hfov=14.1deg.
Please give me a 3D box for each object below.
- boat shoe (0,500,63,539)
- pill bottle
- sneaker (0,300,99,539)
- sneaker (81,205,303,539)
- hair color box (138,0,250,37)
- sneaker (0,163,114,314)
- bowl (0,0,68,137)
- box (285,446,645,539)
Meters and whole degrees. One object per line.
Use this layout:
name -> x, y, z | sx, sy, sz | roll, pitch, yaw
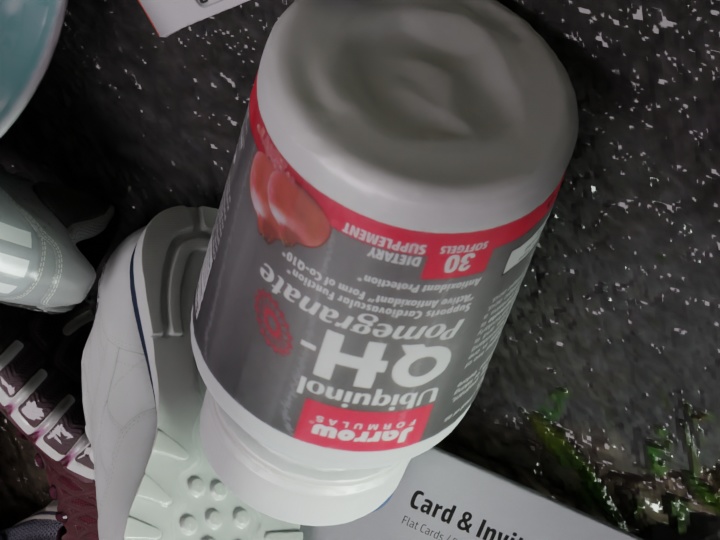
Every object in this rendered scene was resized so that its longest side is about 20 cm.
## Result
boat shoe -> -0.170, 0.163, 1.343 | 0.200, 0.093, 0.075 | -21, 106, 49
pill bottle -> 0.000, 0.000, 1.039 | 0.111, 0.111, 0.200 | 35, 139, 15
sneaker -> -0.126, 0.093, 1.240 | 0.200, 0.076, 0.116 | 44, 124, 6
sneaker -> -0.074, 0.078, 1.146 | 0.080, 0.076, 0.201 | -25, 58, 53
hair color box -> -0.072, -0.188, 0.991 | 0.101, 0.061, 0.200 | -15, 109, 48
sneaker -> -0.164, -0.026, 1.202 | 0.075, 0.115, 0.200 | -65, 33, 13
bowl -> -0.220, -0.120, 1.103 | 0.201, 0.201, 0.105 | 61, 158, -16
box -> 0.023, 0.174, 1.113 | 0.155, 0.201, 0.041 | 23, 176, 29
